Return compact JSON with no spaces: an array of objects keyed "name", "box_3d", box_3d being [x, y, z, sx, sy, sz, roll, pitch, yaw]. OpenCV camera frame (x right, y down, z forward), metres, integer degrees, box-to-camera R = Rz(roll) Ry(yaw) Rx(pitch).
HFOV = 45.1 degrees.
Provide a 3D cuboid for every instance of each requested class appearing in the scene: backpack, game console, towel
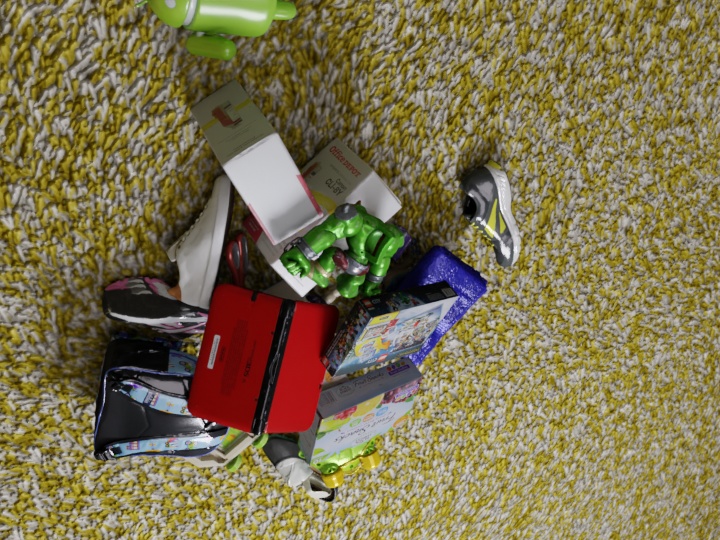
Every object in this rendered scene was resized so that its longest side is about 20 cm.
[{"name":"backpack","box_3d":[-0.299,0.196,1.330,0.199,0.135,0.183,7,118,-18]},{"name":"game console","box_3d":[-0.143,0.132,1.291,0.171,0.119,0.201,14,92,9]},{"name":"towel","box_3d":[0.114,0.065,1.461,0.147,0.050,0.200,31,103,-39]}]

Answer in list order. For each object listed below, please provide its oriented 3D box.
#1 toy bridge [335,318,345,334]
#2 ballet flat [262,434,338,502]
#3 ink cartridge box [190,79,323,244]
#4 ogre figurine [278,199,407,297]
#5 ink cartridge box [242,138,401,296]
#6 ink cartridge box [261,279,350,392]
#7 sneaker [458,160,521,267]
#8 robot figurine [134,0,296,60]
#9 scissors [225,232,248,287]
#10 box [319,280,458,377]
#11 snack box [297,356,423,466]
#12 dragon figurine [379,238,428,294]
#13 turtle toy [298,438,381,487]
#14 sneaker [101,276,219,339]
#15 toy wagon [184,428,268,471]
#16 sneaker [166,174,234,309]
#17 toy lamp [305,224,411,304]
[{"name":"toy bridge","box_3d":[-0.023,0.113,1.467,0.027,0.067,0.200,-68,157,-10]},{"name":"ballet flat","box_3d":[-0.102,0.370,1.593,0.068,0.069,0.200,-34,130,20]},{"name":"ink cartridge box","box_3d":[-0.144,-0.151,1.182,0.083,0.200,0.145,-32,128,-2]},{"name":"ogre figurine","box_3d":[-0.010,-0.026,1.186,0.200,0.098,0.120,30,109,-33]},{"name":"ink cartridge box","box_3d":[-0.060,-0.084,1.290,0.200,0.145,0.083,-42,127,0]},{"name":"ink cartridge box","box_3d":[-0.112,0.138,1.418,0.128,0.125,0.201,-31,127,-7]},{"name":"sneaker","box_3d":[0.218,-0.090,1.492,0.084,0.075,0.201,-21,117,-7]},{"name":"robot figurine","box_3d":[-0.180,-0.358,1.089,0.199,0.116,0.177,0,109,-26]},{"name":"scissors","box_3d":[-0.183,0.043,1.327,0.014,0.073,0.201,-2,97,12]},{"name":"box","box_3d":[0.046,0.088,1.331,0.199,0.038,0.137,-11,143,-45]},{"name":"snack box","box_3d":[-0.001,0.234,1.444,0.199,0.053,0.143,-19,145,-28]},{"name":"dragon figurine","box_3d":[0.064,0.044,1.493,0.099,0.059,0.201,-4,119,-24]},{"name":"turtle toy","box_3d":[-0.024,0.289,1.568,0.199,0.101,0.147,-22,103,-16]},{"name":"sneaker","box_3d":[-0.292,0.071,1.320,0.199,0.081,0.087,7,136,-20]},{"name":"toy wagon","box_3d":[-0.227,0.252,1.451,0.200,0.040,0.155,-42,118,16]},{"name":"sneaker","box_3d":[-0.238,-0.048,1.271,0.084,0.073,0.201,14,94,-2]},{"name":"toy lamp","box_3d":[0.000,0.000,1.429,0.200,0.058,0.058,-42,129,-8]}]
